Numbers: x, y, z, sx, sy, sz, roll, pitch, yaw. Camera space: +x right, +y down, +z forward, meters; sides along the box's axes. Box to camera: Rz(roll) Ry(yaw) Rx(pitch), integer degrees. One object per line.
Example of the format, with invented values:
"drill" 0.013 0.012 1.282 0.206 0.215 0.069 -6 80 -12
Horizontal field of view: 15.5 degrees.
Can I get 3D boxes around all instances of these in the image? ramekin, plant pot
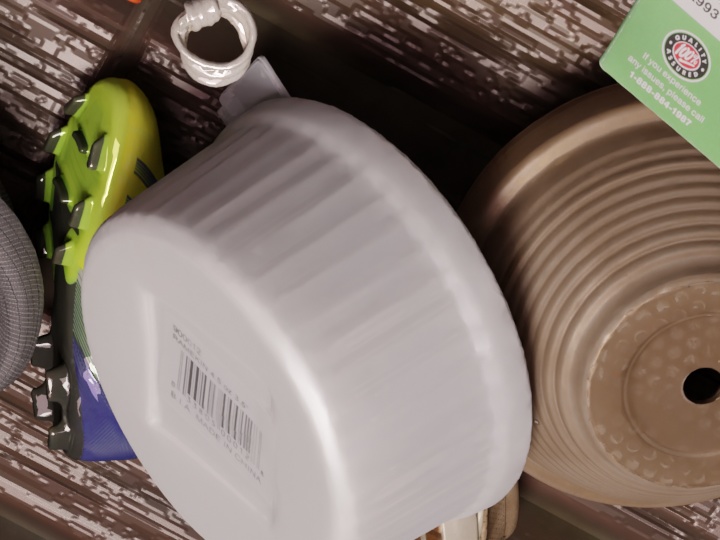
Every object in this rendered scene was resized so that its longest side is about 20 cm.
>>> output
"ramekin" -0.030 0.037 1.119 0.200 0.098 0.201 37 144 33
"plant pot" 0.136 0.027 1.116 0.200 0.093 0.202 -3 117 -6

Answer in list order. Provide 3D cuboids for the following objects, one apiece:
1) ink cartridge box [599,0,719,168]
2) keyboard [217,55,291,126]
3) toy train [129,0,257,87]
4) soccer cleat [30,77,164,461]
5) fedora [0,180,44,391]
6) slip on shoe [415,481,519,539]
"ink cartridge box" 0.206 -0.119 1.009 0.145 0.087 0.200 43 125 17
"keyboard" 0.000 0.000 1.150 0.200 0.011 0.056 58 148 1
"toy train" -0.147 -0.121 1.100 0.199 0.056 0.151 -10 103 -2
"soccer cleat" -0.105 -0.001 1.215 0.083 0.065 0.201 -5 123 -20
"fedora" -0.234 -0.021 1.200 0.199 0.090 0.177 23 127 -11
"slip on shoe" 0.038 0.047 1.208 0.076 0.060 0.201 16 120 51
